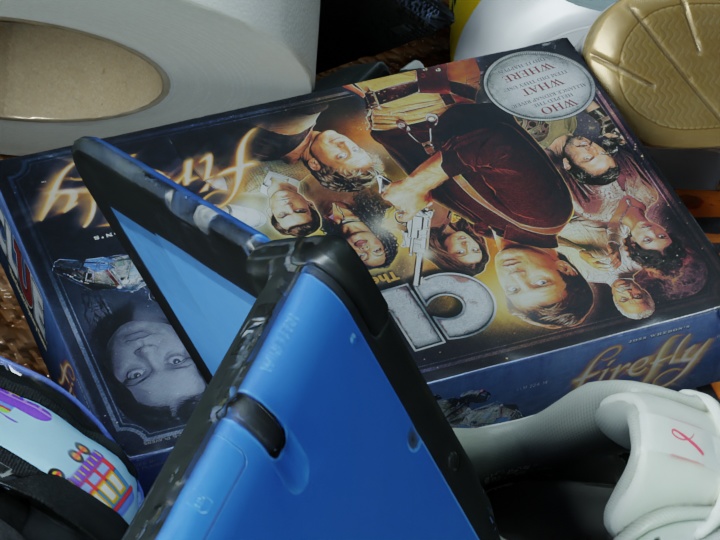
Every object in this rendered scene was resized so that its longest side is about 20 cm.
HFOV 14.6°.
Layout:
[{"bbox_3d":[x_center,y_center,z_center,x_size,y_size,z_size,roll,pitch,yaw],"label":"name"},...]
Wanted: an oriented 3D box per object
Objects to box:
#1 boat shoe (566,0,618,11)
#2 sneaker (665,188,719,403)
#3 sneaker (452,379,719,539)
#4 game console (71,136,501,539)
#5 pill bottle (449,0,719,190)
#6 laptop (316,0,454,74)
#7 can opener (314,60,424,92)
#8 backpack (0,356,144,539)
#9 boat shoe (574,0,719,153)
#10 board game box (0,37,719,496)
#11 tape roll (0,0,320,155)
[{"bbox_3d":[0.151,-0.132,1.012,0.199,0.071,0.091,12,50,-22],"label":"boat shoe"},{"bbox_3d":[0.121,0.026,0.931,0.111,0.078,0.200,-8,40,-19],"label":"sneaker"},{"bbox_3d":[0.102,0.068,0.784,0.199,0.100,0.078,-9,60,5],"label":"sneaker"},{"bbox_3d":[-0.020,0.089,0.691,0.118,0.201,0.171,-5,40,34],"label":"game console"},{"bbox_3d":[0.090,-0.092,1.088,0.112,0.113,0.200,15,30,-8],"label":"pill bottle"},{"bbox_3d":[-0.097,-0.133,0.985,0.177,0.199,0.104,28,54,-48],"label":"laptop"},{"bbox_3d":[-0.018,-0.023,0.989,0.066,0.053,0.200,-7,18,26],"label":"can opener"},{"bbox_3d":[-0.156,0.079,0.641,0.199,0.135,0.183,16,30,-4],"label":"backpack"},{"bbox_3d":[0.165,-0.070,0.966,0.199,0.071,0.069,4,1,-12],"label":"boat shoe"},{"bbox_3d":[0.000,0.000,0.857,0.199,0.035,0.136,-14,46,-17],"label":"board game box"},{"bbox_3d":[-0.113,-0.081,0.896,0.202,0.203,0.037,8,76,-19],"label":"tape roll"}]
